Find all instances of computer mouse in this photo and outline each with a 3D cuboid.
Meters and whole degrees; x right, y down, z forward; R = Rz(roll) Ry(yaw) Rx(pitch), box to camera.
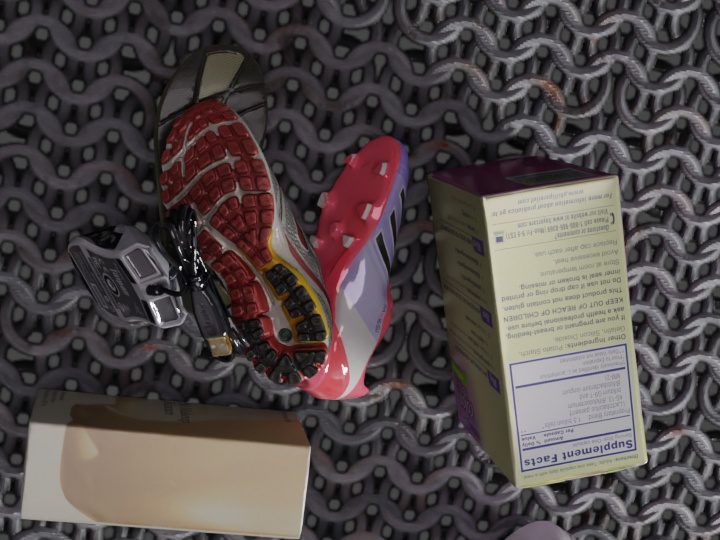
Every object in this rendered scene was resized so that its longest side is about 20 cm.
[{"bbox_3d":[-0.142,0.000,0.900,0.044,0.199,0.110,-37,115,-25],"label":"computer mouse"}]

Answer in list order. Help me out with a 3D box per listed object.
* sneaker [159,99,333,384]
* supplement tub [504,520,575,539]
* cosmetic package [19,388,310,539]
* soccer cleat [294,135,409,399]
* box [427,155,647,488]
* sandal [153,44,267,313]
[{"bbox_3d":[-0.077,-0.021,0.914,0.077,0.082,0.202,-20,95,12],"label":"sneaker"},{"bbox_3d":[0.185,0.302,1.019,0.200,0.140,0.141,39,91,-13],"label":"supplement tub"},{"bbox_3d":[-0.141,0.139,0.958,0.198,0.105,0.072,6,97,-12],"label":"cosmetic package"},{"bbox_3d":[0.000,0.000,0.990,0.076,0.066,0.202,18,90,-41],"label":"soccer cleat"},{"bbox_3d":[0.123,0.028,0.948,0.096,0.176,0.202,-9,100,-8],"label":"box"},{"bbox_3d":[-0.115,-0.067,0.960,0.079,0.057,0.203,2,113,-16],"label":"sandal"}]
